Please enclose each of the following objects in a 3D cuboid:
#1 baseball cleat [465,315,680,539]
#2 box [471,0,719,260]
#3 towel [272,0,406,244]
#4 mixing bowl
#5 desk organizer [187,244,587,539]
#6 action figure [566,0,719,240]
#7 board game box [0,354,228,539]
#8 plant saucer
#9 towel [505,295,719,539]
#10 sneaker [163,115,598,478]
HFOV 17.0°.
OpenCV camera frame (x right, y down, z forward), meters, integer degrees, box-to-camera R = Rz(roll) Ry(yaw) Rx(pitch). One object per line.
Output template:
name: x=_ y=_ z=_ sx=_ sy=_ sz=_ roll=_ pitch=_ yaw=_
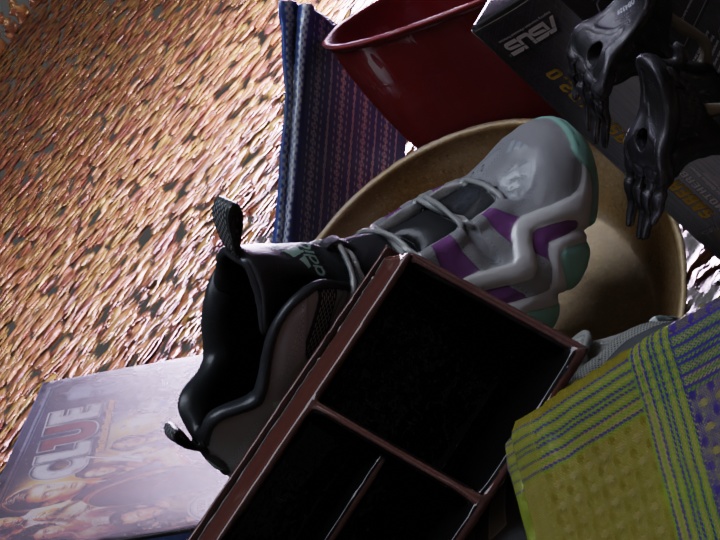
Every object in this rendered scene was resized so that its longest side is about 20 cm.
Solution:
baseball cleat: x=0.068 y=0.096 z=0.869 sx=0.200 sy=0.070 sz=0.106 roll=-44 pitch=22 yaw=-18
box: x=0.149 y=-0.120 z=0.969 sx=0.048 sy=0.158 sz=0.200 roll=-25 pitch=30 yaw=51
towel: x=-0.012 y=-0.045 z=1.191 sx=0.200 sy=0.024 sz=0.145 roll=25 pitch=-112 yaw=-74
mixing bowl: x=0.093 y=-0.097 z=1.102 sx=0.200 sy=0.108 sz=0.200 roll=-23 pitch=12 yaw=5
desk organizer: x=-0.008 y=0.090 z=0.847 sx=0.200 sy=0.072 sz=0.077 roll=-56 pitch=9 yaw=-11
action figure: x=0.175 y=-0.062 z=0.848 sx=0.119 sy=0.200 sz=0.102 roll=-118 pitch=28 yaw=-47
board game box: x=-0.092 y=0.091 z=1.080 sx=0.135 sy=0.035 sz=0.200 roll=-10 pitch=19 yaw=6
plant saucer: x=0.051 y=0.032 z=0.999 sx=0.200 sy=0.035 sz=0.200 roll=-18 pitch=53 yaw=26
towel: x=0.121 y=0.077 z=0.733 sx=0.200 sy=0.023 sz=0.144 roll=-37 pitch=56 yaw=43
sneaker: x=0.000 y=0.000 z=0.927 sx=0.078 sy=0.140 sz=0.200 roll=17 pitch=73 yaw=55
